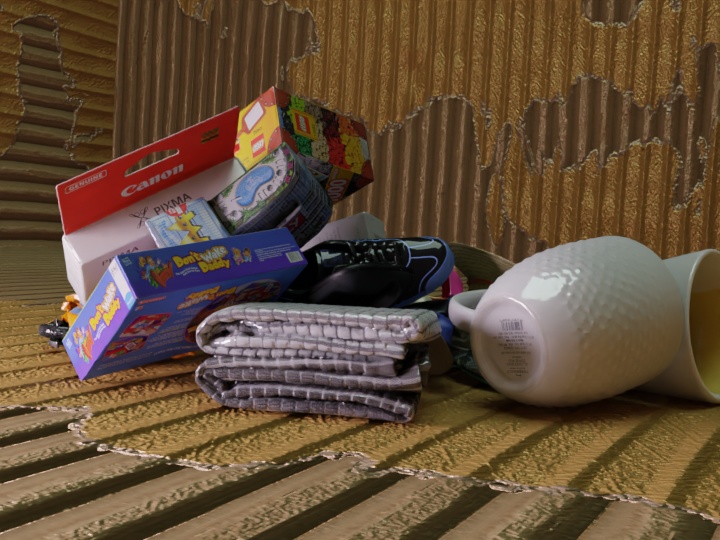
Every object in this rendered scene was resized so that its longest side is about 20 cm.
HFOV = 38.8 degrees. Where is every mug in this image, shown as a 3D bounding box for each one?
[{"bbox_3d":[0.307,0.075,1.068,0.151,0.188,0.150,-5,31,40],"label":"mug"},{"bbox_3d":[0.173,0.048,0.961,0.174,0.150,0.198,-11,17,-41],"label":"mug"}]

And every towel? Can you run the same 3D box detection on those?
[{"bbox_3d":[-0.031,0.075,0.891,0.196,0.087,0.166,2,1,8],"label":"towel"}]

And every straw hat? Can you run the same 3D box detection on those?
[{"bbox_3d":[0.158,0.047,1.189,0.199,0.086,0.201,26,-7,3],"label":"straw hat"}]

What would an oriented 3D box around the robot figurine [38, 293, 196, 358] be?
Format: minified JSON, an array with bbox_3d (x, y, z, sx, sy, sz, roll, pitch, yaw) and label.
[{"bbox_3d":[-0.260,0.060,1.100,0.143,0.059,0.199,3,4,-35],"label":"robot figurine"}]

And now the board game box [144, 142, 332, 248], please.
[{"bbox_3d":[-0.126,-0.033,1.040,0.199,0.062,0.200,-38,-17,3],"label":"board game box"}]

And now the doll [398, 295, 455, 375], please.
[{"bbox_3d":[0.056,0.062,1.073,0.135,0.049,0.200,-20,11,10],"label":"doll"}]

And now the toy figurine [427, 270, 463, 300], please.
[{"bbox_3d":[0.050,0.038,1.363,0.182,0.153,0.199,13,30,34],"label":"toy figurine"}]

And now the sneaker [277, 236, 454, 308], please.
[{"bbox_3d":[0.000,0.000,1.072,0.197,0.071,0.078,-17,-33,5],"label":"sneaker"}]

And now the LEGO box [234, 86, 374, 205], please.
[{"bbox_3d":[-0.106,-0.111,1.171,0.199,0.078,0.148,-28,-28,37],"label":"LEGO box"}]

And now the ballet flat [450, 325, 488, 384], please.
[{"bbox_3d":[0.126,0.080,1.083,0.071,0.073,0.200,2,3,-22],"label":"ballet flat"}]

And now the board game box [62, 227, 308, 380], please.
[{"bbox_3d":[-0.162,0.029,0.956,0.198,0.045,0.135,-13,-27,-46],"label":"board game box"}]

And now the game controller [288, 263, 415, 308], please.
[{"bbox_3d":[-0.036,0.044,1.029,0.103,0.043,0.199,14,-36,-39],"label":"game controller"}]

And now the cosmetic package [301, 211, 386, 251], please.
[{"bbox_3d":[-0.062,0.009,1.246,0.197,0.103,0.074,-16,-14,17],"label":"cosmetic package"}]

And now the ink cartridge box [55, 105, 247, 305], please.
[{"bbox_3d":[-0.197,-0.060,1.010,0.198,0.044,0.174,-29,-19,-24],"label":"ink cartridge box"}]
